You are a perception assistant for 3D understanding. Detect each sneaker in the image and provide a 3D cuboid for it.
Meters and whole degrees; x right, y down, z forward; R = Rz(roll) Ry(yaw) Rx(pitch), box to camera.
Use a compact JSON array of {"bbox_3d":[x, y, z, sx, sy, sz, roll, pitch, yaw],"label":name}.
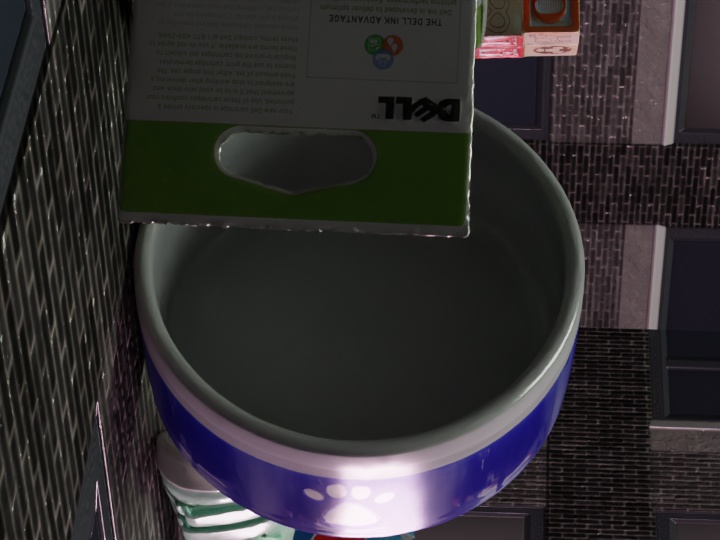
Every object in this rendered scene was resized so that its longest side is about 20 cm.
[{"bbox_3d":[-0.056,0.132,1.168,0.200,0.073,0.119,70,16,-87],"label":"sneaker"}]

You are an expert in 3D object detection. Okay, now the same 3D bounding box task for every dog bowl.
[{"bbox_3d":[0.000,0.016,1.065,0.079,0.198,0.201,90,4,-55],"label":"dog bowl"}]

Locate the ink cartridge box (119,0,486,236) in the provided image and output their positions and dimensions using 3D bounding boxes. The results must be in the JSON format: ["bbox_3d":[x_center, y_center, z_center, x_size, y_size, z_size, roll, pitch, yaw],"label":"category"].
[{"bbox_3d":[-0.021,-0.107,0.987,0.076,0.147,0.202,78,15,-77],"label":"ink cartridge box"}]

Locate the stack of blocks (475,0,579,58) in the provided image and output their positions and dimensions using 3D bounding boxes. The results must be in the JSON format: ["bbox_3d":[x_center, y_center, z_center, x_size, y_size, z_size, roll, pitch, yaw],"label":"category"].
[{"bbox_3d":[0.055,-0.214,1.231,0.059,0.114,0.202,58,31,-82],"label":"stack of blocks"}]

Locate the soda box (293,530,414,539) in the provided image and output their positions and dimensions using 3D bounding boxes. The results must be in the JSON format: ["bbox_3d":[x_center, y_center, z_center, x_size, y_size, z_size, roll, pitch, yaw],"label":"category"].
[{"bbox_3d":[-0.022,0.116,1.355,0.064,0.068,0.200,-56,-164,15],"label":"soda box"}]
